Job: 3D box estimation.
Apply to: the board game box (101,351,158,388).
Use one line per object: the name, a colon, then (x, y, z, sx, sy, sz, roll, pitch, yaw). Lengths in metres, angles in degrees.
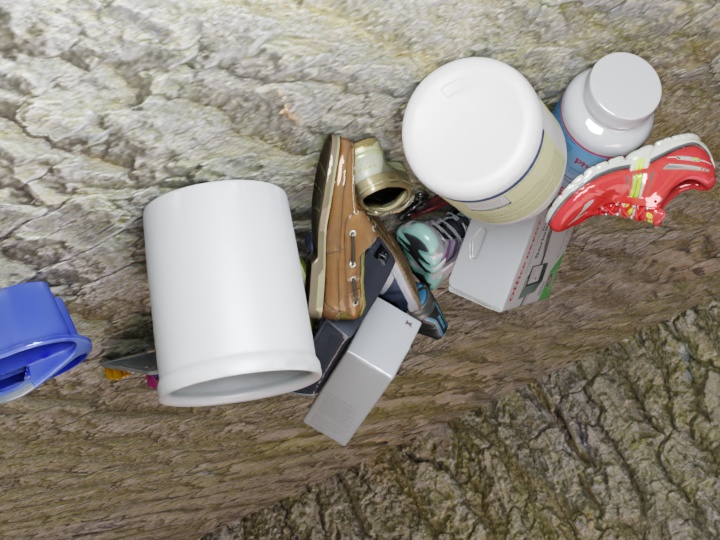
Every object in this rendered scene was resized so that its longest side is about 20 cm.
board game box: (-0.231, 0.124, 1.694, 0.199, 0.026, 0.200, -11, -175, -30)

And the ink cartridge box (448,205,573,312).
ink cartridge box: (0.207, -0.032, 1.636, 0.200, 0.084, 0.147, -11, 122, -64)

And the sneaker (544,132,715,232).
sneaker: (0.303, -0.084, 1.368, 0.199, 0.085, 0.077, -24, 163, 2)

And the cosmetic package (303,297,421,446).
cosmetic package: (0.000, 0.135, 1.611, 0.102, 0.071, 0.200, -60, -179, -39)

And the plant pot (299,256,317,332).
plant pot: (-0.123, 0.041, 1.477, 0.186, 0.188, 0.200, -25, 173, 12)

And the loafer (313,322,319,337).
loafer: (-0.037, 0.084, 1.713, 0.075, 0.199, 0.070, -42, 136, -37)

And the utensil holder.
utensil holder: (-0.138, 0.027, 1.283, 0.168, 0.202, 0.170, -9, 165, -2)

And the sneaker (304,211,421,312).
sneaker: (0.000, 0.000, 1.585, 0.108, 0.070, 0.200, -25, 136, 10)

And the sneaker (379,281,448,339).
sneaker: (0.041, 0.056, 1.741, 0.073, 0.082, 0.199, -51, -146, -17)

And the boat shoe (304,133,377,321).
boat shoe: (-0.018, -0.045, 1.311, 0.067, 0.202, 0.072, 4, -162, -9)

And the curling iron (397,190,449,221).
curling iron: (0.133, -0.103, 1.584, 0.199, 0.026, 0.050, -18, 167, -15)

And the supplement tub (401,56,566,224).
supplement tub: (0.137, -0.128, 1.294, 0.144, 0.146, 0.200, -26, 163, 14)

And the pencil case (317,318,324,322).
pencil case: (-0.076, 0.034, 1.650, 0.199, 0.084, 0.091, -18, 174, -16)

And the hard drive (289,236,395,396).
hard drive: (-0.019, 0.057, 1.452, 0.135, 0.042, 0.200, -60, 179, 34)

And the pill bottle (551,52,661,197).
pill bottle: (0.273, -0.165, 1.420, 0.108, 0.109, 0.200, -18, 163, -14)

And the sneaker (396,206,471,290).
sneaker: (0.121, -0.057, 1.632, 0.140, 0.078, 0.200, -42, 170, -5)

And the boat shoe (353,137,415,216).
boat shoe: (0.023, -0.092, 1.409, 0.073, 0.064, 0.201, -23, 164, 5)

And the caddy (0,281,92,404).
caddy: (-0.402, 0.097, 1.375, 0.199, 0.106, 0.141, -21, 163, -4)

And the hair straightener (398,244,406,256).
hair straightener: (0.120, -0.027, 1.780, 0.199, 0.041, 0.077, 4, 149, -47)
